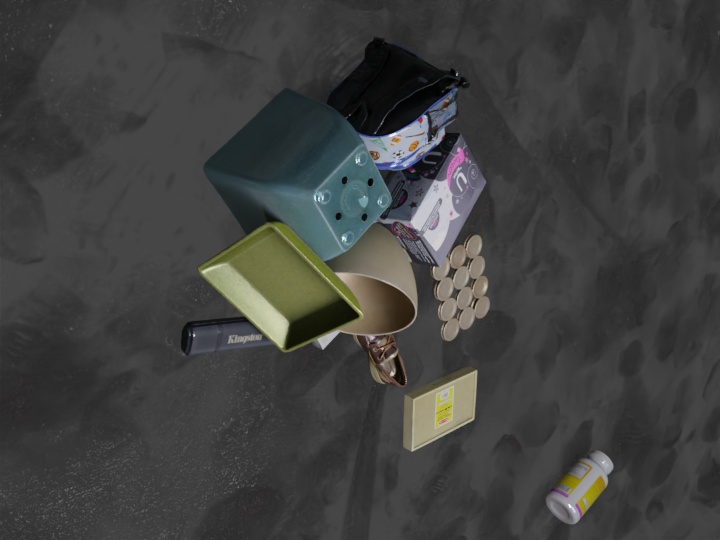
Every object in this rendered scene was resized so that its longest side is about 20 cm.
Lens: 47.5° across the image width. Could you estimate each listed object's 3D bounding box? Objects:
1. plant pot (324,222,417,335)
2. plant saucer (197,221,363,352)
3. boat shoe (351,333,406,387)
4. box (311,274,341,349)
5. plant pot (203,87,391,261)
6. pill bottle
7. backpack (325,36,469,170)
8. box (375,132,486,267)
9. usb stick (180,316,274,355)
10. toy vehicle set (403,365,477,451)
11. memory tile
[{"bbox_3d":[0.000,0.000,1.321,0.200,0.199,0.135,45,45,-43],"label":"plant pot"},{"bbox_3d":[-0.114,0.018,1.220,0.200,0.199,0.048,45,46,-19],"label":"plant saucer"},{"bbox_3d":[0.042,0.142,1.524,0.072,0.072,0.201,-38,128,-27],"label":"boat shoe"},{"bbox_3d":[-0.037,0.019,1.429,0.200,0.036,0.145,-44,131,-21],"label":"box"},{"bbox_3d":[-0.072,-0.127,1.222,0.196,0.199,0.197,-47,131,-19],"label":"plant pot"},{"bbox_3d":[0.592,0.575,2.193,0.200,0.104,0.105,-39,129,-26],"label":"pill bottle"},{"bbox_3d":[0.042,-0.253,1.306,0.190,0.200,0.155,-38,143,-27],"label":"backpack"},{"bbox_3d":[0.117,-0.129,1.440,0.201,0.114,0.132,-60,137,-23],"label":"box"},{"bbox_3d":[-0.197,0.101,1.307,0.199,0.033,0.056,-3,107,-44],"label":"usb stick"},{"bbox_3d":[0.171,0.291,1.736,0.199,0.026,0.125,-16,116,-39],"label":"toy vehicle set"},{"bbox_3d":[0.206,0.034,1.681,0.153,0.017,0.201,-32,125,-31],"label":"memory tile"}]
